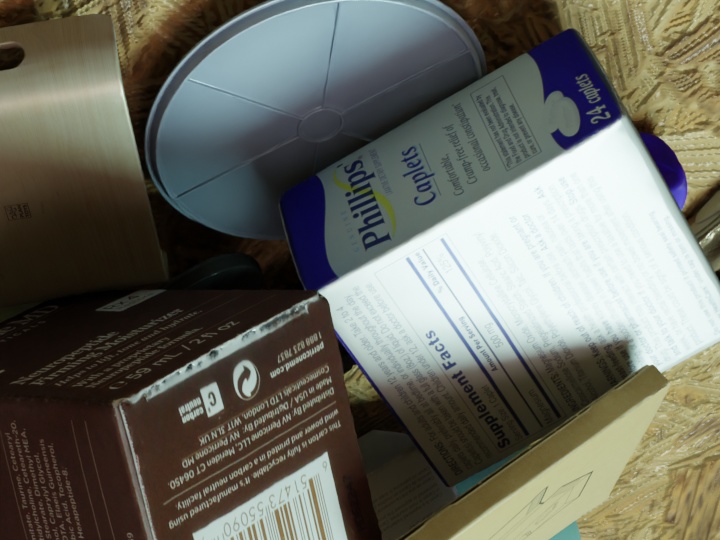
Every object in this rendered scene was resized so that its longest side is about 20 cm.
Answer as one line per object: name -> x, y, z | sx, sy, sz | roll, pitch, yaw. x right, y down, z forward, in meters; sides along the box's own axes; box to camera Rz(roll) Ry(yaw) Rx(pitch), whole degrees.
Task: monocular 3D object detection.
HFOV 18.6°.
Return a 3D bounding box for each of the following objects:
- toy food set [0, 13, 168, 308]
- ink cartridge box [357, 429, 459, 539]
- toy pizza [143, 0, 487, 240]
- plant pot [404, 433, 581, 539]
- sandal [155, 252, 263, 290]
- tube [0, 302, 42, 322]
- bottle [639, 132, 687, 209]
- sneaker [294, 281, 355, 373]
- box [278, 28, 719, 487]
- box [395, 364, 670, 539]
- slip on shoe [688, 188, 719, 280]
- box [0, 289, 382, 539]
toy food set -> -0.189, -0.054, 1.201 | 0.143, 0.060, 0.200 | -9, 140, -1
ink cartridge box -> 0.009, 0.218, 1.351 | 0.148, 0.086, 0.200 | -29, 104, -24
toy pizza -> -0.026, -0.092, 1.242 | 0.200, 0.032, 0.200 | -12, 142, -10
plant pot -> 0.059, 0.201, 1.523 | 0.161, 0.201, 0.201 | -15, 144, -18
sandal -> -0.101, 0.050, 1.335 | 0.075, 0.048, 0.200 | -18, 159, -28
tube -> -0.237, 0.084, 1.352 | 0.200, 0.052, 0.058 | -49, 173, 28
bottle -> 0.145, -0.001, 1.410 | 0.084, 0.065, 0.200 | -6, 141, -21
sneaker -> 0.000, 0.000, 1.350 | 0.200, 0.073, 0.082 | -32, 133, 1
box -> 0.084, -0.005, 1.257 | 0.200, 0.105, 0.184 | -29, 128, 7
box -> 0.081, 0.145, 1.262 | 0.200, 0.021, 0.164 | -33, 160, -24
slip on shoe -> 0.235, 0.006, 1.467 | 0.076, 0.061, 0.200 | 17, 130, -40
box -> -0.124, 0.112, 1.188 | 0.200, 0.164, 0.166 | 0, -160, 40
